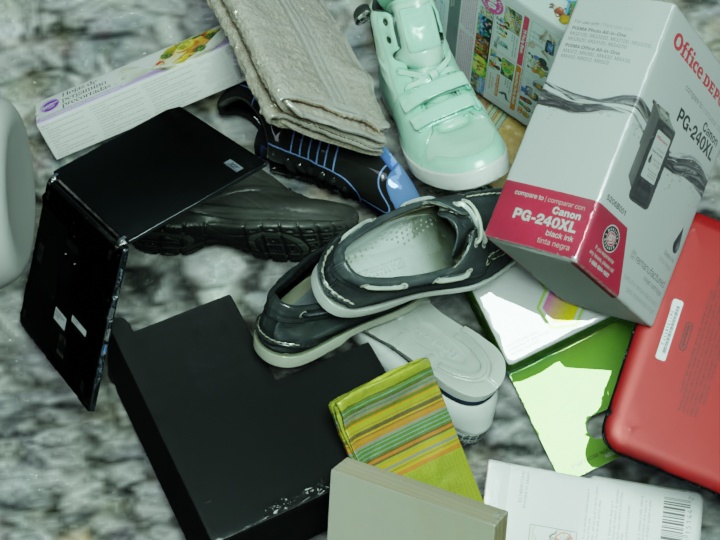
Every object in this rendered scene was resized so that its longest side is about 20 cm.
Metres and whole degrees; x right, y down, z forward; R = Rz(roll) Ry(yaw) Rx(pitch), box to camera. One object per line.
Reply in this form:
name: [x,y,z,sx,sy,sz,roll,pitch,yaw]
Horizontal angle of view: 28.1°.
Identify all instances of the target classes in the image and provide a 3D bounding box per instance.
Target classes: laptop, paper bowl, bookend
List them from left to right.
paper bowl: [-0.311,-0.059,1.101,0.103,0.201,0.203,-2,74,-2]
laptop: [-0.174,-0.017,1.108,0.103,0.177,0.202,6,106,-32]
bookend: [-0.071,0.105,1.126,0.197,0.092,0.201,-22,65,-20]

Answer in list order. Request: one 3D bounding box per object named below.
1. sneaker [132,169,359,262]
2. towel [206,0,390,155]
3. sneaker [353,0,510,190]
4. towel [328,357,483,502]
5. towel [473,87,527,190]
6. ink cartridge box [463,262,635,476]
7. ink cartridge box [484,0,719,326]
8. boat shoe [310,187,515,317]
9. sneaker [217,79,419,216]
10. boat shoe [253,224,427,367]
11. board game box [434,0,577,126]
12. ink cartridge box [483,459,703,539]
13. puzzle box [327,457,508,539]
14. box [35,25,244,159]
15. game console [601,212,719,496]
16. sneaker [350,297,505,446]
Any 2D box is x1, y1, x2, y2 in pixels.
sneaker: [-0.099,-0.060,1.184,0.198,0.076,0.092,5,67,-4]
towel: [-0.055,-0.178,1.147,0.034,0.132,0.201,-46,54,26]
sneaker: [0.052,-0.150,1.139,0.073,0.119,0.201,-22,39,-9]
towel: [0.051,0.171,1.065,0.086,0.018,0.201,-24,95,-20]
towel: [0.170,-0.106,1.238,0.199,0.022,0.147,37,75,9]
ink cartridge box: [0.181,0.048,1.151,0.147,0.076,0.201,-26,78,-1]
ink cartridge box: [0.189,-0.082,1.055,0.083,0.145,0.201,17,80,39]
boat shoe: [0.059,-0.019,1.069,0.199,0.060,0.076,-25,77,-28]
sneaker: [-0.035,-0.097,1.202,0.078,0.070,0.200,-41,73,-11]
boat shoe: [-0.002,-0.001,1.111,0.198,0.066,0.074,-28,49,-29]
board game box: [0.115,-0.210,1.178,0.200,0.148,0.064,38,68,17]
ink cartridge box: [0.169,0.260,1.117,0.174,0.045,0.202,10,73,-1]
puzzle box: [0.035,0.246,1.040,0.132,0.025,0.202,15,114,26]
box: [-0.172,-0.153,1.194,0.199,0.042,0.039,-23,38,4]
game console: [0.282,0.083,1.132,0.171,0.119,0.201,21,73,0]
sneaker: [0.030,0.060,1.156,0.076,0.081,0.200,-30,56,-26]
